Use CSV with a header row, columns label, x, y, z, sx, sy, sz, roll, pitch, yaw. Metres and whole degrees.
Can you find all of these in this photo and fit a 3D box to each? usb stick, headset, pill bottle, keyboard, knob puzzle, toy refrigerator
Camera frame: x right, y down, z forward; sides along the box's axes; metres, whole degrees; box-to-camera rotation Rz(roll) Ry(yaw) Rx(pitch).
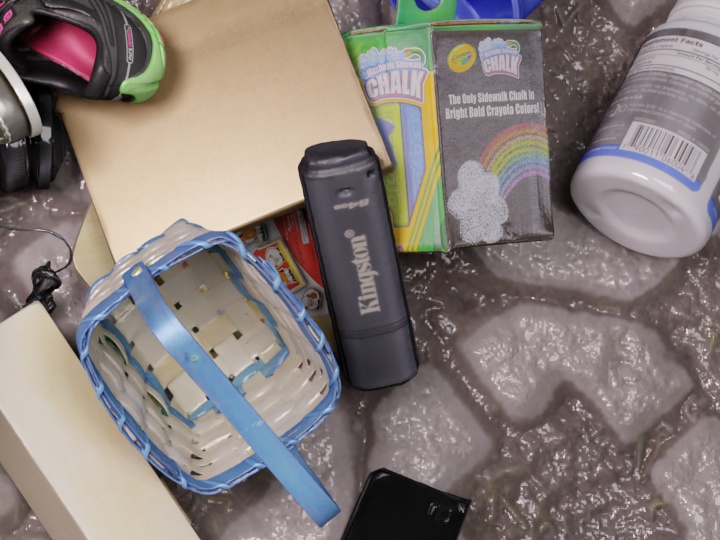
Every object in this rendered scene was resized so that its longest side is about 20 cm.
label,x,y,z,sx,sy,sz,roll,pitch,yaw
usb stick,0.000,0.000,1.328,0.055,0.200,0.033,-7,37,6
headset,-0.254,-0.066,1.326,0.123,0.094,0.200,-26,72,-22
pill bottle,0.251,-0.119,1.513,0.114,0.114,0.200,35,66,-11
keyboard,0.019,0.245,1.377,0.104,0.040,0.200,21,69,8
knob puzzle,-0.108,-0.016,1.383,0.220,0.030,0.220,6,74,-20
toy refrigerator,-0.186,0.123,1.291,0.070,0.076,0.200,-34,90,-26

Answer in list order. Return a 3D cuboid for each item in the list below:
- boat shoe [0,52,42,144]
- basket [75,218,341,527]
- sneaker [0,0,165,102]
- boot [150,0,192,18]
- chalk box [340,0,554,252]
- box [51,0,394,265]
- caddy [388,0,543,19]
label,x,y,z,sx,sy,sz,roll,pitch,yaw
boat shoe,-0.284,-0.136,1.273,0.060,0.072,0.202,-36,59,-27
basket,-0.090,0.065,1.239,0.139,0.200,0.176,-39,112,-6
sneaker,-0.221,-0.173,1.304,0.200,0.077,0.084,29,26,20
boot,-0.160,-0.270,1.403,0.155,0.072,0.200,24,64,-17
chalk box,0.047,-0.115,1.379,0.124,0.124,0.200,-7,94,-46
box,-0.098,-0.104,1.335,0.200,0.021,0.164,-22,79,3
caddy,0.059,-0.246,1.451,0.105,0.141,0.200,-37,92,-31
